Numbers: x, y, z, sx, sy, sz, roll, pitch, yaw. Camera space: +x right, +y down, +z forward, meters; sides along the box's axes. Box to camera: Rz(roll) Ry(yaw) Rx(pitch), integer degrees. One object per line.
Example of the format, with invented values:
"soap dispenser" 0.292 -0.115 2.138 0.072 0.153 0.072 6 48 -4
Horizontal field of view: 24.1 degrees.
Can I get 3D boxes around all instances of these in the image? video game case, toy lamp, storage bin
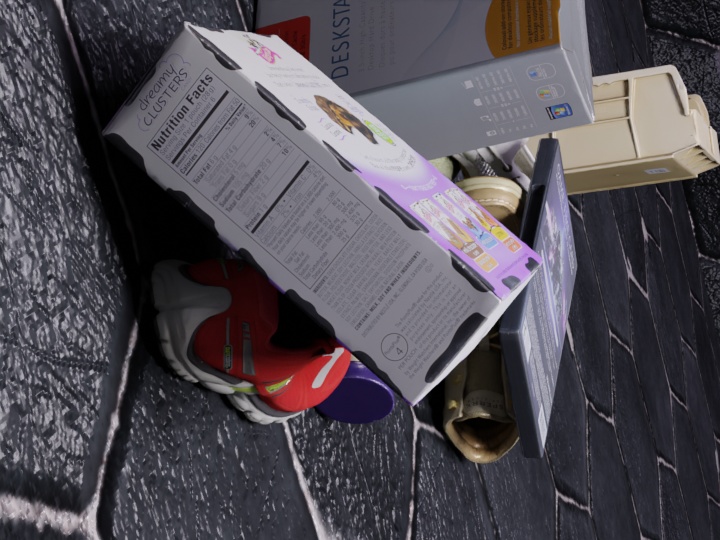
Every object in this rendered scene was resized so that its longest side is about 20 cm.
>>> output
"video game case" 0.137 0.019 1.278 0.143 0.019 0.201 75 23 -44
"toy lamp" 0.000 0.000 1.087 0.058 0.058 0.201 60 26 -45
"storage bin" 0.264 -0.143 1.765 0.200 0.197 0.094 10 73 -71

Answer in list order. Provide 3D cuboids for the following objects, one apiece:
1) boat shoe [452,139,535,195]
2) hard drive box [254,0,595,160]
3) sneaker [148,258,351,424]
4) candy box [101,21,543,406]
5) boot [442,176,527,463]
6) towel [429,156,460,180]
"boat shoe" 0.103 -0.116 1.337 0.200 0.069 0.071 54 29 -50
"hard drive box" 0.038 -0.151 1.062 0.077 0.199 0.157 55 28 -50
"sneaker" -0.037 0.036 0.897 0.200 0.084 0.077 23 58 -68
"candy box" -0.012 -0.035 0.858 0.200 0.072 0.168 41 13 6
"boot" 0.095 0.040 1.289 0.200 0.072 0.156 89 4 -54
"towel" 0.041 -0.123 1.325 0.200 0.036 0.149 -56 131 -66
